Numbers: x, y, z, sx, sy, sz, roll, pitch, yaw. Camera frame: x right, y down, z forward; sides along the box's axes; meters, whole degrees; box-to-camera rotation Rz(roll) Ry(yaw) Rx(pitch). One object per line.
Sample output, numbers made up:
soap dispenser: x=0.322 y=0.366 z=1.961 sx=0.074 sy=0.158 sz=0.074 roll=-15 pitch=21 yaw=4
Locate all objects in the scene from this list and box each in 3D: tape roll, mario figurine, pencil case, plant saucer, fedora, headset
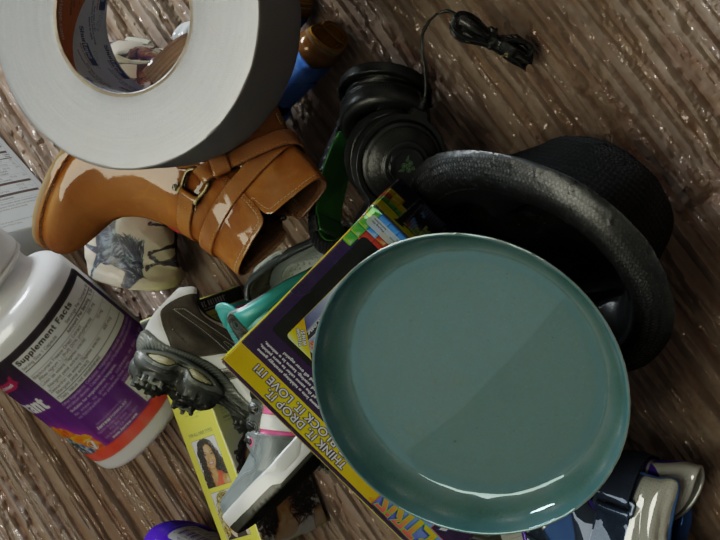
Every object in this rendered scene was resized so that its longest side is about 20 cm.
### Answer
tape roll: x=-0.141 y=-0.167 z=1.194 sx=0.200 sy=0.066 sz=0.201 roll=2 pitch=95 yaw=23
mario figurine: x=-0.095 y=-0.106 z=1.318 sx=0.200 sy=0.106 sz=0.124 roll=-56 pitch=32 yaw=26
pencil case: x=-0.176 y=-0.080 z=1.412 sx=0.078 sy=0.089 sz=0.201 roll=6 pitch=108 yaw=18
plant saucer: x=0.068 y=0.067 z=1.106 sx=0.200 sy=0.027 sz=0.201 roll=8 pitch=114 yaw=18
fedora: x=0.129 y=-0.025 z=1.158 sx=0.200 sy=0.092 sz=0.201 roll=31 pitch=148 yaw=22
headset: x=0.033 y=-0.090 z=1.232 sx=0.200 sy=0.094 sz=0.124 roll=-57 pitch=26 yaw=32

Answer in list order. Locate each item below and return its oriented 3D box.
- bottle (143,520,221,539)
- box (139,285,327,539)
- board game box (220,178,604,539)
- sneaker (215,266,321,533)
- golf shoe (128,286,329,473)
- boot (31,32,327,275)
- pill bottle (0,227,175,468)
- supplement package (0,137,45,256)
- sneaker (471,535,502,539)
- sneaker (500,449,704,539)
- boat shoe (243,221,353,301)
bottle: x=-0.083 y=0.256 z=1.429 sx=0.200 sy=0.083 sz=0.065 roll=17 pitch=92 yaw=34
box: x=-0.098 y=0.118 z=1.409 sx=0.050 sy=0.075 sz=0.201 roll=-23 pitch=89 yaw=45
board game box: x=0.037 y=0.069 z=1.165 sx=0.200 sy=0.057 sz=0.165 roll=45 pitch=120 yaw=-2
sneaker: x=-0.062 y=0.075 z=1.267 sx=0.121 sy=0.084 sz=0.200 roll=40 pitch=97 yaw=11
golf shoe: x=-0.070 y=0.081 z=1.349 sx=0.200 sy=0.095 sz=0.078 roll=30 pitch=158 yaw=-17
boot: x=-0.127 y=-0.048 z=1.271 sx=0.200 sy=0.077 sz=0.155 roll=-45 pitch=70 yaw=7
pill bottle: x=-0.239 y=0.056 z=1.424 sx=0.200 sy=0.112 sz=0.111 roll=42 pitch=133 yaw=-20
supplement package: x=-0.383 y=-0.045 z=1.542 sx=0.200 sy=0.150 sz=0.152 roll=47 pitch=127 yaw=19
sneaker: x=0.052 y=0.129 z=1.304 sx=0.083 sy=0.071 sz=0.200 roll=-40 pitch=74 yaw=18
sneaker: x=0.157 y=0.124 z=1.211 sx=0.146 sy=0.081 sz=0.201 roll=-19 pitch=83 yaw=28
boat shoe: x=0.000 y=0.000 z=1.304 sx=0.200 sy=0.060 sz=0.076 roll=-23 pitch=87 yaw=41
